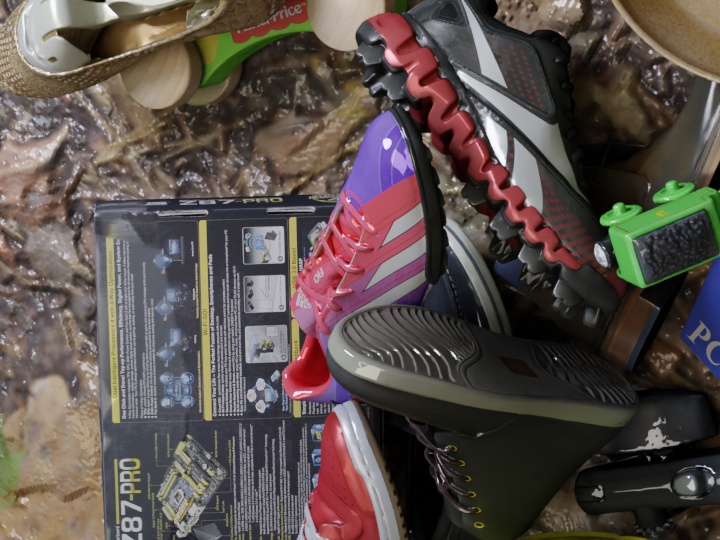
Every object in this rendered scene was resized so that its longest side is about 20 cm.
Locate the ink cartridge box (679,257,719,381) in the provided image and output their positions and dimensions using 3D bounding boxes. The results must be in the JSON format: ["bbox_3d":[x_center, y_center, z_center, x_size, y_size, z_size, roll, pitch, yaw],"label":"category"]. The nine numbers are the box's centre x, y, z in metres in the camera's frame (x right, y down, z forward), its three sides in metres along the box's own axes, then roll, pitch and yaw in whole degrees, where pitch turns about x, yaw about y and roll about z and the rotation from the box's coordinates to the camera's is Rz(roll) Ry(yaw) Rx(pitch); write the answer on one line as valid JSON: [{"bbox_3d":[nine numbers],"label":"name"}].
[{"bbox_3d":[0.248,0.060,1.188,0.200,0.044,0.094,51,138,36],"label":"ink cartridge box"}]

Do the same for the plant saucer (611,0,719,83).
[{"bbox_3d":[0.212,-0.187,1.175,0.200,0.035,0.201,-1,88,18],"label":"plant saucer"}]

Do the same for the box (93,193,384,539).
[{"bbox_3d":[-0.067,0.060,1.326,0.161,0.049,0.200,-3,101,-7],"label":"box"}]

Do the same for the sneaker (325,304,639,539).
[{"bbox_3d":[0.049,0.087,1.221,0.106,0.200,0.075,-58,41,21],"label":"sneaker"}]

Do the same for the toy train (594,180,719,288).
[{"bbox_3d":[0.210,-0.042,1.173,0.200,0.056,0.042,-23,105,-10],"label":"toy train"}]

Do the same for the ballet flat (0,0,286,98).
[{"bbox_3d":[-0.133,-0.144,1.282,0.200,0.065,0.071,-19,79,26],"label":"ballet flat"}]

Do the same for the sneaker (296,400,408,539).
[{"bbox_3d":[-0.028,0.168,1.291,0.112,0.071,0.200,-12,119,-4],"label":"sneaker"}]

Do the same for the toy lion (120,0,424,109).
[{"bbox_3d":[-0.078,-0.197,1.319,0.200,0.069,0.192,-14,91,27],"label":"toy lion"}]

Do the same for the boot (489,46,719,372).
[{"bbox_3d":[0.140,-0.049,1.249,0.097,0.075,0.200,27,116,13],"label":"boot"}]

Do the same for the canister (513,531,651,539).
[{"bbox_3d":[0.098,0.249,1.239,0.086,0.148,0.201,2,97,39],"label":"canister"}]

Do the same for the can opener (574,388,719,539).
[{"bbox_3d":[0.209,0.105,1.267,0.200,0.063,0.079,-3,103,26],"label":"can opener"}]

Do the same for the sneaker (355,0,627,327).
[{"bbox_3d":[0.086,-0.068,1.218,0.098,0.071,0.201,-34,77,-6],"label":"sneaker"}]

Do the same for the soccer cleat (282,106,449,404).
[{"bbox_3d":[0.000,0.000,1.223,0.073,0.068,0.200,-9,139,-13],"label":"soccer cleat"}]

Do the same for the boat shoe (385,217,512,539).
[{"bbox_3d":[0.048,0.070,1.320,0.075,0.062,0.200,-148,50,-64],"label":"boat shoe"}]
